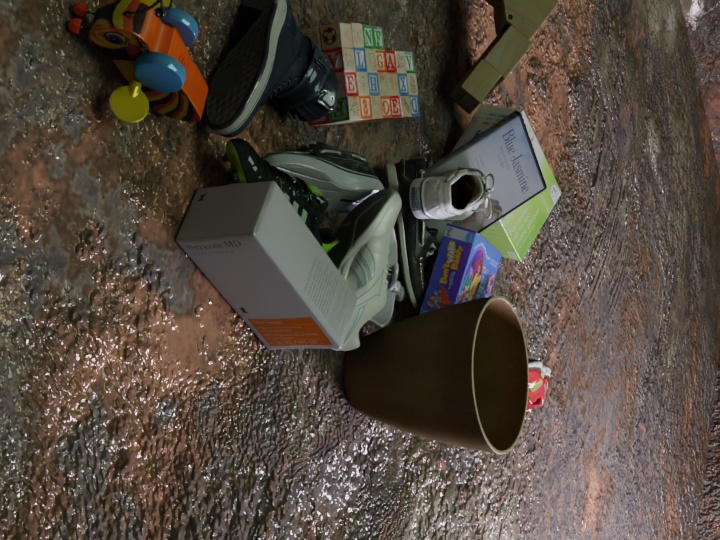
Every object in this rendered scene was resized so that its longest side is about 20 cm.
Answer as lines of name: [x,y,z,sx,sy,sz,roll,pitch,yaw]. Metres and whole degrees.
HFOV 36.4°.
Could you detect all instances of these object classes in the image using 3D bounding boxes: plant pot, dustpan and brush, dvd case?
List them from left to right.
dustpan and brush: [0.034,0.013,1.416,0.200,0.056,0.142,93,1,-78]
plant pot: [0.086,0.129,1.359,0.186,0.198,0.189,9,79,-60]
dvd case: [0.169,-0.122,1.587,0.199,0.018,0.144,-33,127,-6]

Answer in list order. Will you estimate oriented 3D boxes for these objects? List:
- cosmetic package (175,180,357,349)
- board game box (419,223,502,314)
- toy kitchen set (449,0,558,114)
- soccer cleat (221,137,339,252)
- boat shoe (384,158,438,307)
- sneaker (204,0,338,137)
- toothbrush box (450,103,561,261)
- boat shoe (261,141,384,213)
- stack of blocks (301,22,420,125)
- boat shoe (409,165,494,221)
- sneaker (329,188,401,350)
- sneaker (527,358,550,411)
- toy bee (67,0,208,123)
cosmetic package: [-0.093,0.000,1.146,0.201,0.100,0.072,55,43,-43]
board game box: [0.146,0.019,1.562,0.200,0.044,0.136,26,81,-71]
toy kitchen set: [0.168,-0.374,1.718,0.201,0.180,0.163,-51,-178,-7]
soccer cleat: [-0.084,-0.079,1.175,0.068,0.081,0.201,54,-5,42]
boat shoe: [0.076,-0.051,1.485,0.074,0.059,0.203,-110,-170,-83]
sneaker: [-0.091,-0.192,1.196,0.147,0.076,0.204,53,42,-42]
toothbrush box: [0.221,-0.136,1.715,0.146,0.085,0.201,-56,136,-20]
boat shoe: [-0.055,-0.112,1.271,0.199,0.072,0.072,10,47,-51]
stack of blocks: [0.003,-0.248,1.392,0.199,0.058,0.117,-16,101,-61]
boat shoe: [0.143,-0.105,1.464,0.201,0.085,0.076,-7,94,-62]
sneaker: [0.000,0.000,1.281,0.080,0.070,0.202,30,87,-25]
sneaker: [0.272,0.191,1.825,0.199,0.076,0.086,22,73,-58]
toy bee: [-0.202,-0.214,0.993,0.202,0.107,0.132,93,8,-45]
